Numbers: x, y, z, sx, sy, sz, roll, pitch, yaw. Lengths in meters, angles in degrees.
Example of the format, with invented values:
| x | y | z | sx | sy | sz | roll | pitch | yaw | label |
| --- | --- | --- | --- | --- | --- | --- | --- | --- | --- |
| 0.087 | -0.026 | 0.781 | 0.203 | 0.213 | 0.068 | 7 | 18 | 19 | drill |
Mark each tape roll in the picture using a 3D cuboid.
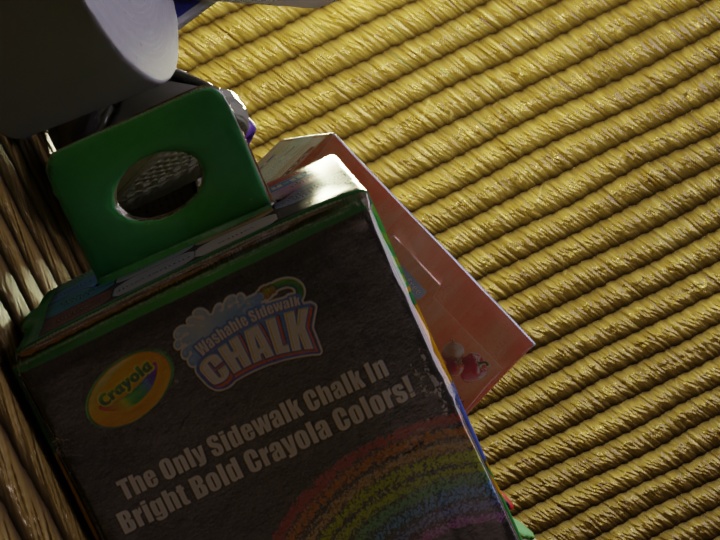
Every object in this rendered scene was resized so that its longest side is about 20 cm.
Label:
| x | y | z | sx | sy | sz | roll | pitch | yaw | label |
| --- | --- | --- | --- | --- | --- | --- | --- | --- | --- |
| -0.140 | -0.157 | 0.799 | 0.200 | 0.066 | 0.201 | -19 | 90 | -80 | tape roll |

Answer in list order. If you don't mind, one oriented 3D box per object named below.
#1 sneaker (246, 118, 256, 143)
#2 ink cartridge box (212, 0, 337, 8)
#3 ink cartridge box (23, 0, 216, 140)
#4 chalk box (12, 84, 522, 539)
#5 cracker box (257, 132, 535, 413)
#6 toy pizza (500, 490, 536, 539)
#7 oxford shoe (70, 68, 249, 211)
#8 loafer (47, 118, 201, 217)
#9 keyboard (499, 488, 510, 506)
| x | y | z | sx | sy | sz | roll | pitch | yaw | label |
| --- | --- | --- | --- | --- | --- | --- | --- | --- | --- |
| -0.071 | -0.001 | 1.142 | 0.081 | 0.083 | 0.201 | 101 | -21 | -74 | sneaker |
| -0.039 | -0.219 | 0.971 | 0.200 | 0.145 | 0.148 | -6 | 81 | -57 | ink cartridge box |
| -0.161 | -0.180 | 0.944 | 0.200 | 0.047 | 0.199 | -46 | 114 | -52 | ink cartridge box |
| -0.035 | 0.040 | 0.676 | 0.124 | 0.124 | 0.201 | -119 | -175 | -81 | chalk box |
| 0.000 | 0.000 | 0.989 | 0.134 | 0.058 | 0.200 | 46 | -5 | -8 | cracker box |
| 0.036 | 0.123 | 1.170 | 0.200 | 0.032 | 0.200 | 33 | 7 | -5 | toy pizza |
| -0.095 | -0.063 | 0.904 | 0.058 | 0.075 | 0.200 | 66 | -10 | -3 | oxford shoe |
| -0.118 | -0.068 | 1.041 | 0.201 | 0.075 | 0.068 | 66 | -7 | -17 | loafer |
| 0.006 | 0.069 | 1.188 | 0.127 | 0.021 | 0.200 | 29 | 8 | -33 | keyboard |
